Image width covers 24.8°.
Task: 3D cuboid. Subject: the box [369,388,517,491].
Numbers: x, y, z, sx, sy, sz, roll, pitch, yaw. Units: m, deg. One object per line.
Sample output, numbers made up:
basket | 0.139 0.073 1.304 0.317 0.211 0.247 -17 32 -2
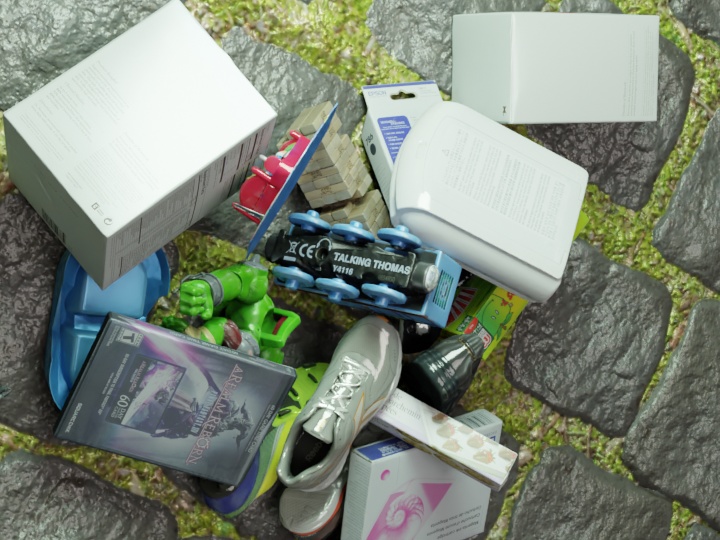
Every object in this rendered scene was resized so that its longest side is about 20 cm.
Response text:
box | 0.067 0.164 1.706 0.199 0.041 0.039 28 71 9

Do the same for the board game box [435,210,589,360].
board game box | 0.154 -0.001 1.813 0.048 0.101 0.200 46 75 -30

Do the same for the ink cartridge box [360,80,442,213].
ink cartridge box | 0.066 -0.108 1.753 0.099 0.039 0.201 -7 67 -28

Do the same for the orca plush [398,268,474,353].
orca plush | 0.091 -0.005 1.776 0.071 0.105 0.201 8 61 9

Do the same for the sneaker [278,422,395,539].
sneaker | -0.011 0.219 1.785 0.200 0.077 0.082 -44 144 -19

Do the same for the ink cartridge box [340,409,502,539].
ink cartridge box | 0.063 0.266 1.787 0.196 0.043 0.201 -13 119 -40

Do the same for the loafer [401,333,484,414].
loafer | 0.092 0.112 1.744 0.072 0.200 0.073 -35 87 -10

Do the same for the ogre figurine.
ogre figurine | -0.128 0.073 1.656 0.120 0.098 0.201 -42 119 -39

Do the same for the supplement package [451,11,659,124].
supplement package | 0.214 -0.223 1.805 0.199 0.121 0.120 -4 99 -30

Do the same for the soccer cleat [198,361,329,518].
soccer cleat | -0.093 0.178 1.735 0.200 0.065 0.084 -46 146 -21

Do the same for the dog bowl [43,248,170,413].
dog bowl | -0.255 0.052 1.620 0.111 0.050 0.201 7 94 -30

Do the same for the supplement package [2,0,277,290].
supplement package | -0.207 -0.116 1.534 0.200 0.151 0.152 -38 81 -20

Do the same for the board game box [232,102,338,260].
board game box | -0.083 -0.093 1.576 0.039 0.200 0.158 32 82 -2

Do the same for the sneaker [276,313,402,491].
sneaker | -0.021 0.138 1.650 0.076 0.092 0.201 26 94 10

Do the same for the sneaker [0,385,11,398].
sneaker | -0.389 0.087 1.539 0.140 0.078 0.201 17 98 -32

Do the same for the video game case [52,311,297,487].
video game case | -0.180 0.129 1.597 0.199 0.019 0.143 19 113 -22

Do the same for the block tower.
block tower | -0.016 -0.076 1.723 0.200 0.054 0.058 62 33 -21

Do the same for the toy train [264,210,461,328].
toy train | 0.000 0.000 1.663 0.114 0.199 0.087 36 68 -58

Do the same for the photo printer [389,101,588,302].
photo printer | 0.128 -0.076 1.698 0.199 0.069 0.167 26 54 -10
